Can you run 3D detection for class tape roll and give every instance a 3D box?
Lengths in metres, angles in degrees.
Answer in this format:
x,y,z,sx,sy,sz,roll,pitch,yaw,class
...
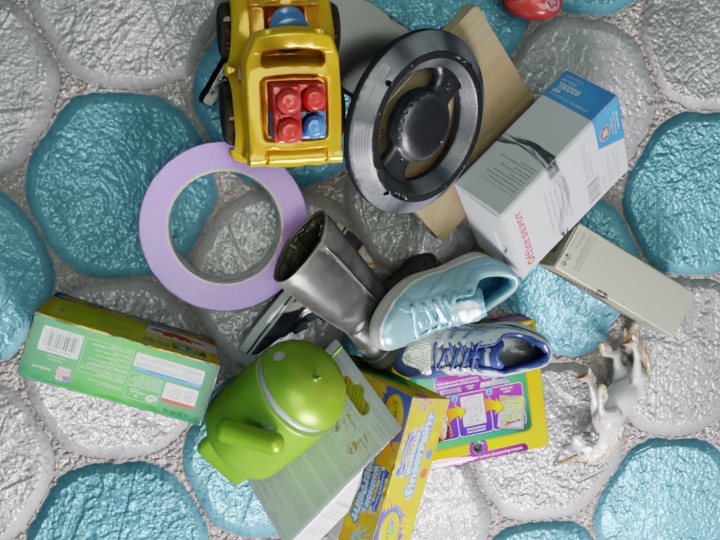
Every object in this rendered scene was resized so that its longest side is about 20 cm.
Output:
x,y,z,sx,sy,sz,roll,pitch,yaw,class
-0.165,-0.055,1.045,0.199,0.066,0.202,-2,99,-11,tape roll

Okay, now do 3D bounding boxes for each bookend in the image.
x,y,z,sx,sy,sz,roll,pitch,yaw,class
-0.057,-0.238,1.027,0.199,0.092,0.199,29,96,-18,bookend

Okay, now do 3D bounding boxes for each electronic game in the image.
x,y,z,sx,sy,sz,roll,pitch,yaw,class
0.062,-0.158,0.930,0.199,0.042,0.201,-22,126,-35,electronic game

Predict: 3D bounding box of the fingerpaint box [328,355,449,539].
x,y,z,sx,sy,sz,roll,pitch,yaw,class
0.004,0.222,1.061,0.073,0.166,0.201,11,96,-45,fingerpaint box

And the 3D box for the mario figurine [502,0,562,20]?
x,y,z,sx,sy,sz,roll,pitch,yaw,class
0.198,-0.403,1.045,0.123,0.106,0.201,-20,94,27,mario figurine

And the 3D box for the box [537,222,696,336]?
x,y,z,sx,sy,sz,roll,pitch,yaw,class
0.335,0.009,1.145,0.199,0.082,0.069,29,91,-12,box

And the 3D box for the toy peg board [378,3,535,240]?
x,y,z,sx,sy,sz,roll,pitch,yaw,class
0.089,-0.181,1.030,0.200,0.098,0.199,-48,130,-3,toy peg board

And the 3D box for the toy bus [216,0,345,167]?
x,y,z,sx,sy,sz,roll,pitch,yaw,class
-0.075,-0.199,0.883,0.135,0.192,0.201,-4,106,-11,toy bus

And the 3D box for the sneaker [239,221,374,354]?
x,y,z,sx,sy,sz,roll,pitch,yaw,class
-0.063,0.039,1.071,0.079,0.078,0.200,41,87,-8,sneaker

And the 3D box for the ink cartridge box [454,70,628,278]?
x,y,z,sx,sy,sz,roll,pitch,yaw,class
0.221,-0.113,1.039,0.200,0.084,0.145,-45,145,-8,ink cartridge box

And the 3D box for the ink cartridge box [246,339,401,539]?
x,y,z,sx,sy,sz,roll,pitch,yaw,class
-0.049,0.211,1.046,0.200,0.163,0.057,-44,142,4,ink cartridge box

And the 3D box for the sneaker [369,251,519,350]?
x,y,z,sx,sy,sz,roll,pitch,yaw,class
0.103,0.037,1.011,0.199,0.082,0.074,-32,118,-24,sneaker

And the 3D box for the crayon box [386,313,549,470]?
x,y,z,sx,sy,sz,roll,pitch,yaw,class
0.137,0.160,1.137,0.199,0.058,0.174,-9,96,-10,crayon box

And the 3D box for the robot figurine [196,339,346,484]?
x,y,z,sx,sy,sz,roll,pitch,yaw,class
-0.098,0.159,0.988,0.116,0.176,0.200,45,116,-6,robot figurine

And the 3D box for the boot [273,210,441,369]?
x,y,z,sx,sy,sz,roll,pitch,yaw,class
0.002,-0.001,1.022,0.200,0.072,0.182,46,58,-30,boot

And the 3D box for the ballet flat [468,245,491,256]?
x,y,z,sx,sy,sz,roll,pitch,yaw,class
0.173,-0.007,1.119,0.069,0.063,0.200,43,88,-16,ballet flat

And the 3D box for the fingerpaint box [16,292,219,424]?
x,y,z,sx,sy,sz,roll,pitch,yaw,class
-0.269,0.098,0.985,0.199,0.167,0.074,18,92,-14,fingerpaint box

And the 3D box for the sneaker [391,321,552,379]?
x,y,z,sx,sy,sz,roll,pitch,yaw,class
0.137,0.095,1.057,0.199,0.088,0.076,-6,94,-8,sneaker

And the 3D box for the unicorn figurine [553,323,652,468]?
x,y,z,sx,sy,sz,roll,pitch,yaw,class
0.336,0.176,1.164,0.200,0.074,0.138,-37,122,-13,unicorn figurine
